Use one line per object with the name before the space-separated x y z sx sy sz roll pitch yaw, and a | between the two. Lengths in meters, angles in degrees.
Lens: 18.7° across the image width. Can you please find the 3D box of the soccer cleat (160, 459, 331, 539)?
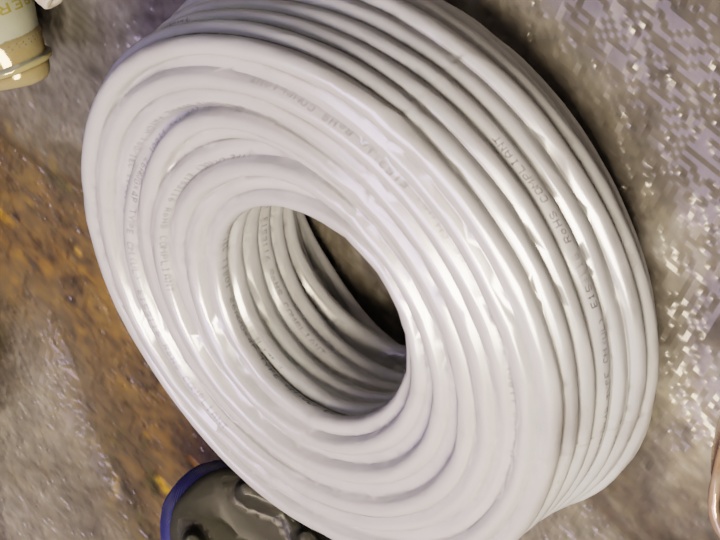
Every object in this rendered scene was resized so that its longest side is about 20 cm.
soccer cleat | 0.000 0.152 0.830 0.200 0.065 0.084 51 173 -3

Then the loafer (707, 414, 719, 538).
loafer | 0.133 -0.002 0.548 0.072 0.063 0.200 34 139 25

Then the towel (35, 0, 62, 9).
towel | -0.130 -0.192 0.705 0.200 0.034 0.133 54 141 1

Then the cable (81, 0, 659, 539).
cable | 0.000 0.000 0.686 0.200 0.069 0.200 35 139 23

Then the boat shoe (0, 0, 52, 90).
boat shoe | -0.188 -0.077 0.827 0.201 0.073 0.063 -16 102 43
